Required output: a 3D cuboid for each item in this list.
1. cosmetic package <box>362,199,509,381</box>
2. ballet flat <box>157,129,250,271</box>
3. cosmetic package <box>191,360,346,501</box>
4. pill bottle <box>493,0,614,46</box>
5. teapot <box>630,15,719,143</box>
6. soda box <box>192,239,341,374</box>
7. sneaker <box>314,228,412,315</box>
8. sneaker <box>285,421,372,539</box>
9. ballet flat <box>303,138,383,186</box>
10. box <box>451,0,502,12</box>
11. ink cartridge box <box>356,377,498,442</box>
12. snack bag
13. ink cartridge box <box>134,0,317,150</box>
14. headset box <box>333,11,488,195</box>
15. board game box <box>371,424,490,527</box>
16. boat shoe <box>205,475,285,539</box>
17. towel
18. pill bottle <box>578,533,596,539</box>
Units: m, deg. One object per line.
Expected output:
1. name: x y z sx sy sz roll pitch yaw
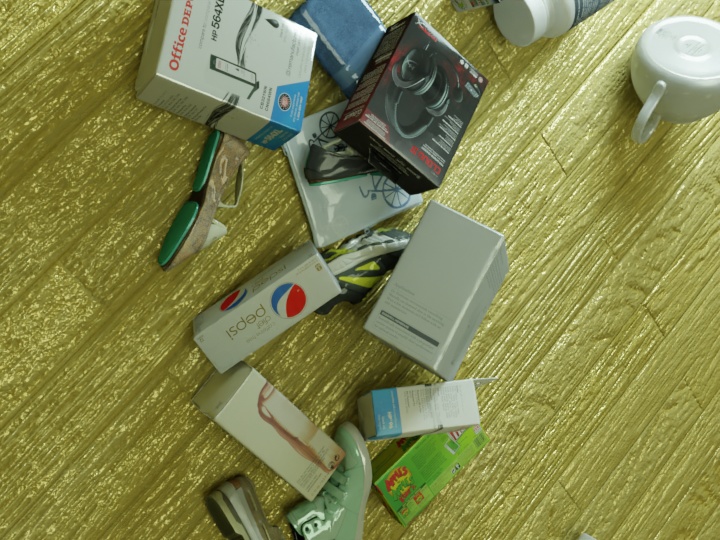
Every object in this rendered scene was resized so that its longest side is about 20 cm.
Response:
1. cosmetic package: 0.115 0.036 1.188 0.122 0.199 0.202 28 85 16
2. ballet flat: -0.197 -0.083 1.090 0.067 0.068 0.203 25 87 -31
3. cosmetic package: -0.126 0.218 1.157 0.088 0.103 0.200 -51 119 -14
4. pill bottle: 0.305 -0.429 1.274 0.199 0.119 0.121 -35 113 -19
5. teapot: 0.542 -0.317 1.407 0.195 0.200 0.147 -2 142 1
6. soda box: -0.127 0.047 1.117 0.198 0.064 0.069 -34 114 2
7. sneaker: 0.000 0.000 1.215 0.196 0.074 0.086 -19 113 -15
8. sneaker: -0.050 0.329 1.228 0.116 0.073 0.205 -4 103 -34
9. ballet flat: 0.013 -0.159 1.168 0.196 0.073 0.075 -7 102 -25
10. box: 0.230 -0.463 1.234 0.200 0.110 0.035 -45 115 -14
11. ink cartridge box: 0.102 0.208 1.239 0.196 0.116 0.069 -5 76 -13
12. snack bag: -0.012 -0.148 1.205 0.198 0.021 0.192 -26 109 -23
13. ink cartridge box: -0.166 -0.260 1.049 0.197 0.084 0.149 17 73 -30
14. headset box: 0.066 -0.213 1.119 0.148 0.077 0.203 36 69 -24
15. board game box: 0.106 0.296 1.325 0.199 0.047 0.102 -41 114 -17
16. boat shoe: -0.140 0.386 1.173 0.068 0.074 0.203 -30 95 -37
17. towel: -0.006 -0.304 1.153 0.201 0.048 0.112 49 68 -21
18. pill bottle: 0.382 0.580 1.484 0.112 0.112 0.202 40 78 -27
